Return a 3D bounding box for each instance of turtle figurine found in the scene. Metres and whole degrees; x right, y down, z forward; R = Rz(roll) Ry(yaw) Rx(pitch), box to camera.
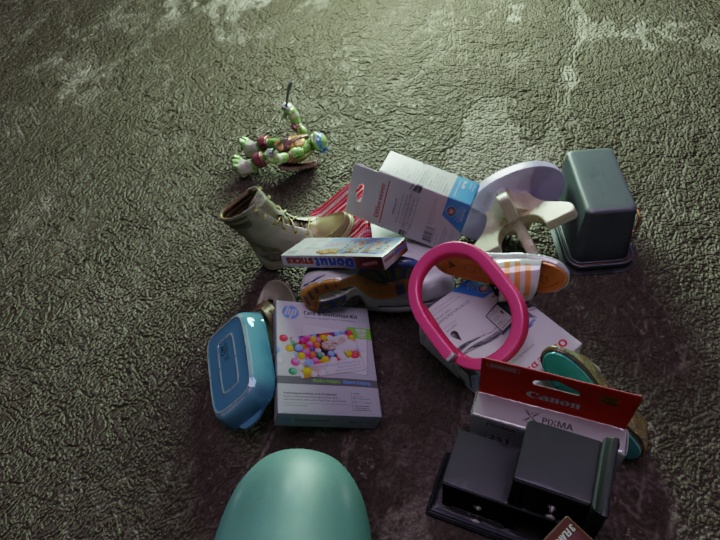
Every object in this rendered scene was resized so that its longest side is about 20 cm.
[{"bbox_3d":[-0.181,-0.278,1.259,0.194,0.200,0.144,-13,79,25],"label":"turtle figurine"}]

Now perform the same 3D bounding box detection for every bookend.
[{"bbox_3d":[0.187,0.257,0.750,0.198,0.200,0.092,15,53,17],"label":"bookend"}]

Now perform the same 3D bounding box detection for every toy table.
[{"bbox_3d":[0.267,-0.092,1.054,0.200,0.184,0.117,-37,35,23],"label":"toy table"}]

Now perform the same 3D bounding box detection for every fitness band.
[{"bbox_3d":[0.151,0.049,0.886,0.144,0.037,0.200,-44,60,16],"label":"fitness band"}]

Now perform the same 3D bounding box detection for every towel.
[{"bbox_3d":[-0.039,-0.070,1.112,0.145,0.022,0.200,-35,42,29],"label":"towel"}]

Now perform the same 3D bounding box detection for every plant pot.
[{"bbox_3d":[-0.078,0.319,0.743,0.200,0.201,0.161,-3,37,4],"label":"plant pot"}]

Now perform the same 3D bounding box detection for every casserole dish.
[{"bbox_3d":[-0.191,0.147,0.944,0.121,0.039,0.200,-40,44,22],"label":"casserole dish"}]

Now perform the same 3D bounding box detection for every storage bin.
[{"bbox_3d":[0.417,-0.112,1.072,0.145,0.134,0.200,-4,51,4],"label":"storage bin"}]

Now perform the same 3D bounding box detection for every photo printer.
[{"bbox_3d":[0.074,-0.016,1.075,0.166,0.070,0.200,-7,50,2],"label":"photo printer"}]

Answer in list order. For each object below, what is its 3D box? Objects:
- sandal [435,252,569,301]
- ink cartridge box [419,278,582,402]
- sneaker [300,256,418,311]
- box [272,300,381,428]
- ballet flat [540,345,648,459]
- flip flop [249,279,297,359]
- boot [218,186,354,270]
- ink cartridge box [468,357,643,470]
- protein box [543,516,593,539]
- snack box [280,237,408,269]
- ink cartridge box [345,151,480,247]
[{"bbox_3d":[0.205,0.015,0.926,0.206,0.079,0.059,7,50,23],"label":"sandal"},{"bbox_3d":[0.210,0.112,0.943,0.146,0.086,0.200,-34,53,-20],"label":"ink cartridge box"},{"bbox_3d":[0.000,0.000,0.986,0.200,0.075,0.088,-9,37,3],"label":"sneaker"},{"bbox_3d":[-0.056,0.142,0.947,0.156,0.041,0.200,7,47,-15],"label":"box"},{"bbox_3d":[0.326,0.170,0.850,0.071,0.071,0.200,-42,92,-25],"label":"ballet flat"},{"bbox_3d":[-0.162,0.097,1.016,0.081,0.058,0.200,8,55,19],"label":"flip flop"},{"bbox_3d":[-0.128,-0.086,1.065,0.200,0.155,0.072,-20,43,23],"label":"boot"},{"bbox_3d":[0.246,0.199,0.807,0.200,0.174,0.044,12,53,16],"label":"ink cartridge box"},{"bbox_3d":[0.232,0.401,0.624,0.135,0.200,0.198,-35,55,-21],"label":"protein box"},{"bbox_3d":[-0.029,-0.028,0.968,0.200,0.024,0.072,2,26,36],"label":"snack box"},{"bbox_3d":[0.084,-0.120,1.026,0.200,0.116,0.067,22,48,8],"label":"ink cartridge box"}]
